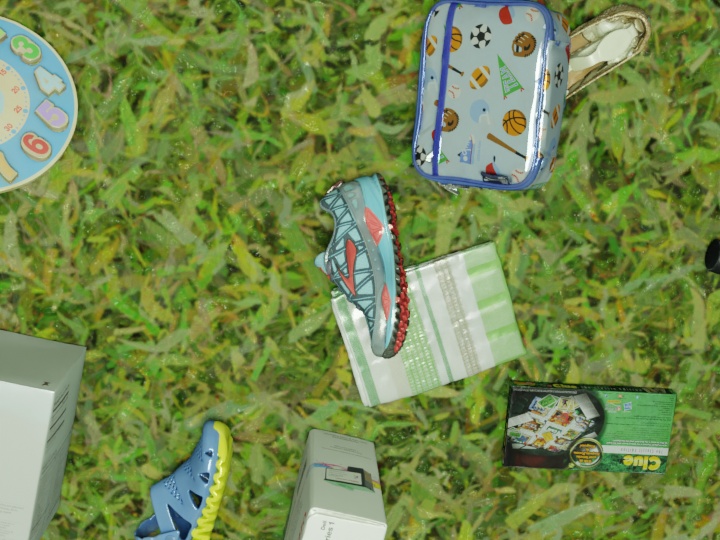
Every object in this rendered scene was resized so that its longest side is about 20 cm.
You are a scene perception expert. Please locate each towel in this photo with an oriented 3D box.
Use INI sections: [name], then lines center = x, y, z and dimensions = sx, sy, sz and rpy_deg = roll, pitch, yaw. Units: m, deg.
[towel]
center = 0.078, 0.061, 1.045
dimensions = 0.199, 0.031, 0.150
rpy_deg = -18, 105, -2

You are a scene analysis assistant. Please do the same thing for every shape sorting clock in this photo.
[shape sorting clock]
center = -0.386, -0.170, 0.909
dimensions = 0.199, 0.039, 0.201
rpy_deg = 6, 69, -15

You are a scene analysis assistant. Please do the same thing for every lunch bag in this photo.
[lunch bag]
center = 0.128, -0.177, 0.941
dimensions = 0.159, 0.075, 0.201
rpy_deg = 13, 103, 29

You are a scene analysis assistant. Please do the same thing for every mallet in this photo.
[mallet]
center = 0.457, -0.083, 1.029
dimensions = 0.066, 0.041, 0.201
rpy_deg = 20, 97, -6

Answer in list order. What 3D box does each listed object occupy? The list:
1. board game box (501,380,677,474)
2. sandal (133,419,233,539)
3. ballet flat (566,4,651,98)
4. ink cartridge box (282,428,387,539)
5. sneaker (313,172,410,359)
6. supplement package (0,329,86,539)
[board game box]
center = 0.271, 0.188, 1.084
dimensions = 0.199, 0.023, 0.106
rpy_deg = 4, 101, -4
[sandal]
center = -0.203, 0.263, 1.047
dimensions = 0.087, 0.080, 0.201
rpy_deg = 19, 100, -3
[ballet flat]
center = 0.220, -0.218, 0.966
dimensions = 0.200, 0.065, 0.071
rpy_deg = -36, 104, 5
[ink cartridge box]
center = -0.034, 0.285, 0.997
dimensions = 0.083, 0.200, 0.146
rpy_deg = 14, 102, -6
[sneaker]
center = 0.000, 0.000, 0.986
dimensions = 0.095, 0.079, 0.201
rpy_deg = -10, 75, 11
[supplement package]
center = -0.418, 0.177, 0.975
dimensions = 0.190, 0.147, 0.201
rpy_deg = 13, 102, -6
